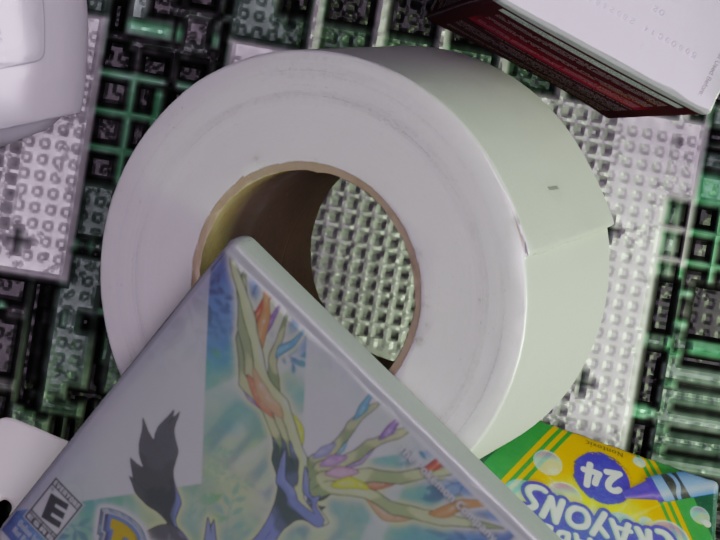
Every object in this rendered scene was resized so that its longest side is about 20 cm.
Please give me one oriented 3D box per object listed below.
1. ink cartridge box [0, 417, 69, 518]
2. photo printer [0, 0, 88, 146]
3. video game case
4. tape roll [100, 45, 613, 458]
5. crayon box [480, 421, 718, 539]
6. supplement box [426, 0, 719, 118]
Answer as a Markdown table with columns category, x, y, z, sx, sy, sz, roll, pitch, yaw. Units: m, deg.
| category | x | y | z | sx | sy | sz | roll | pitch | yaw |
| --- | --- | --- | --- | --- | --- | --- | --- | --- | --- |
| ink cartridge box | -0.093 | 0.156 | 1.125 | 0.199 | 0.068 | 0.117 | 22 | 80 | 7 |
| photo printer | -0.229 | -0.130 | 1.139 | 0.198 | 0.069 | 0.168 | -13 | 95 | -6 |
| video game case | -0.035 | 0.119 | 1.045 | 0.200 | 0.022 | 0.183 | 44 | 109 | 10 |
| tape roll | 0.000 | 0.000 | 1.104 | 0.201 | 0.139 | 0.204 | 2 | 97 | 21 |
| crayon box | 0.098 | 0.168 | 1.144 | 0.125 | 0.201 | 0.052 | 19 | 136 | -8 |
| supplement box | 0.102 | -0.119 | 1.113 | 0.108 | 0.200 | 0.061 | 28 | 89 | -8 |
